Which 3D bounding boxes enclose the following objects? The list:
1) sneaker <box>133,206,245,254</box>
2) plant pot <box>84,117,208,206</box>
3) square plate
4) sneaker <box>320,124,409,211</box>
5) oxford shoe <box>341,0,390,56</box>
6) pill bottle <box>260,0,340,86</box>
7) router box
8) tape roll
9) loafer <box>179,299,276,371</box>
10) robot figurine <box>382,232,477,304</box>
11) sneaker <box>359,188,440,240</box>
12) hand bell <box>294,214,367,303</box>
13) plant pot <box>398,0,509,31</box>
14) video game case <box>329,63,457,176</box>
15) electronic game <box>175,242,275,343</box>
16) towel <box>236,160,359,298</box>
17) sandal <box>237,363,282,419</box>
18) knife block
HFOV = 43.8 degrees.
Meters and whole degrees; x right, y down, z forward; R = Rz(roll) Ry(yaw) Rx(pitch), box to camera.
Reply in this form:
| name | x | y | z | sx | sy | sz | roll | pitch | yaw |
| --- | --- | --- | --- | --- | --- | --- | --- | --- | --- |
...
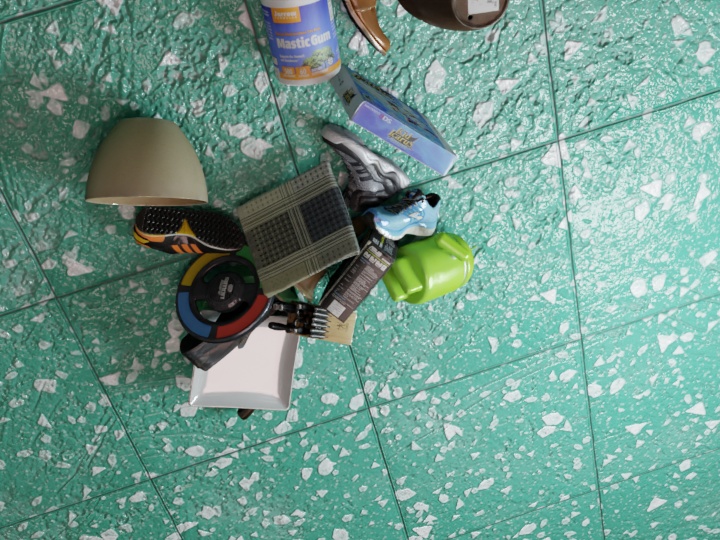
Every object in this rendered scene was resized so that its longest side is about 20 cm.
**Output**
| name | x | y | z | sx | sy | sz | roll | pitch | yaw |
| --- | --- | --- | --- | --- | --- | --- | --- | --- | --- |
| sneaker | -0.313 | -0.063 | 1.630 | 0.200 | 0.070 | 0.090 | 9 | 153 | -19 |
| plant pot | -0.355 | -0.180 | 1.487 | 0.200 | 0.200 | 0.135 | 0 | 91 | -14 |
| square plate | -0.224 | 0.173 | 1.736 | 0.199 | 0.028 | 0.199 | 5 | 105 | -16 |
| sneaker | -0.011 | -0.175 | 1.624 | 0.200 | 0.076 | 0.114 | 30 | 107 | -30 |
| oxford shoe | 0.005 | -0.444 | 1.470 | 0.071 | 0.071 | 0.200 | -34 | 122 | 2 |
| pill bottle | -0.100 | -0.410 | 1.438 | 0.112 | 0.112 | 0.200 | -14 | 124 | -5 |
| router box | 0.000 | 0.000 | 1.652 | 0.062 | 0.200 | 0.150 | 37 | 103 | -5 |
| tape roll | -0.216 | 0.084 | 1.751 | 0.200 | 0.048 | 0.201 | -7 | 122 | -11 |
| loafer | -0.236 | 0.113 | 1.669 | 0.200 | 0.073 | 0.072 | -30 | 125 | 2 |
| robot figurine | 0.135 | -0.005 | 1.719 | 0.200 | 0.116 | 0.175 | -19 | 168 | -35 |
| sneaker | 0.077 | -0.114 | 1.654 | 0.200 | 0.078 | 0.090 | -11 | 131 | -50 |
| hand bell | -0.055 | -0.042 | 1.704 | 0.200 | 0.104 | 0.104 | -42 | 122 | -1 |
| plant pot | 0.161 | -0.458 | 1.420 | 0.186 | 0.200 | 0.187 | -6 | 122 | -10 |
| video game case | 0.055 | -0.259 | 1.527 | 0.200 | 0.181 | 0.045 | 27 | 110 | -27 |
| electronic game | -0.246 | 0.038 | 1.632 | 0.200 | 0.200 | 0.042 | -28 | 148 | 4 |
| towel | -0.113 | -0.072 | 1.595 | 0.200 | 0.193 | 0.035 | -25 | 160 | 13 |
| sandal | -0.204 | 0.222 | 1.834 | 0.055 | 0.082 | 0.200 | 36 | 116 | -7 |
| knife block | -0.104 | 0.093 | 1.699 | 0.175 | 0.200 | 0.064 | 13 | 87 | -14 |
